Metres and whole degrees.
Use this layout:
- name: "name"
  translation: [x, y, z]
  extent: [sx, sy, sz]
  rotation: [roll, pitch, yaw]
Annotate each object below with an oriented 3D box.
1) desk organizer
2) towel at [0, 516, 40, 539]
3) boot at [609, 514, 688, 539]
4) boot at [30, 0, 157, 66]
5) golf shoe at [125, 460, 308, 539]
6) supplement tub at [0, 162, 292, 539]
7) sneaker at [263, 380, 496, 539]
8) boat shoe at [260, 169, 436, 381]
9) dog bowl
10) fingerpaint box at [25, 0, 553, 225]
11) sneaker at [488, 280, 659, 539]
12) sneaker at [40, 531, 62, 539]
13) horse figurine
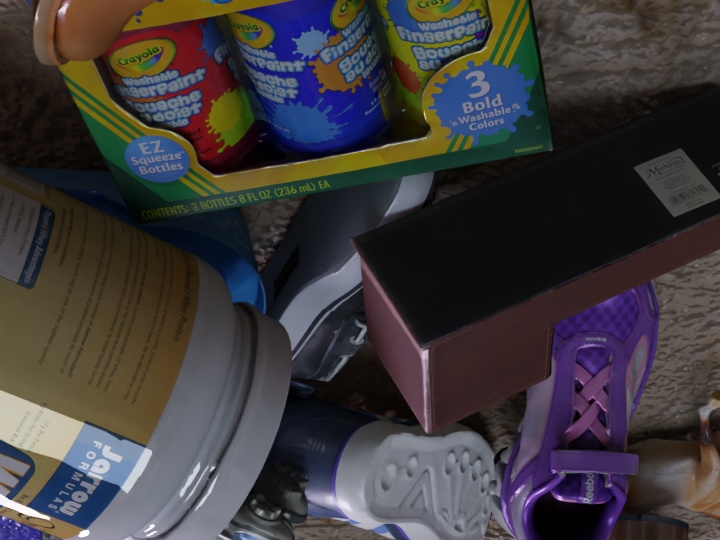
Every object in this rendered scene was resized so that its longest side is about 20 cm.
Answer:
- name: "desk organizer"
  translation: [0.101, -0.005, 0.702]
  extent: [0.200, 0.072, 0.077]
  rotation: [-23, 143, -14]
- name: "towel"
  translation: [-0.289, 0.163, 0.951]
  extent: [0.200, 0.050, 0.148]
  rotation: [-9, 144, 7]
- name: "boot"
  translation: [0.170, 0.223, 0.955]
  extent: [0.075, 0.097, 0.200]
  rotation: [4, 160, 6]
- name: "boot"
  translation: [-0.028, -0.122, 0.506]
  extent: [0.155, 0.077, 0.200]
  rotation: [9, 148, -17]
- name: "golf shoe"
  translation: [-0.130, 0.117, 0.801]
  extent: [0.200, 0.078, 0.097]
  rotation: [32, 115, 12]
- name: "supplement tub"
  translation: [-0.147, 0.038, 0.666]
  extent: [0.200, 0.145, 0.145]
  rotation: [26, 131, -22]
- name: "sneaker"
  translation: [-0.014, 0.117, 0.901]
  extent: [0.146, 0.081, 0.200]
  rotation: [10, 172, 30]
- name: "boat shoe"
  translation: [0.000, 0.002, 0.761]
  extent: [0.068, 0.074, 0.199]
  rotation: [15, 137, -21]
- name: "dog bowl"
  translation: [-0.149, -0.004, 0.767]
  extent: [0.200, 0.050, 0.111]
  rotation: [2, 138, -5]
- name: "fingerpaint box"
  translation: [-0.028, -0.114, 0.632]
  extent: [0.200, 0.073, 0.167]
  rotation: [-9, 137, 8]
- name: "sneaker"
  translation: [0.122, 0.084, 0.810]
  extent: [0.080, 0.088, 0.200]
  rotation: [7, 112, -2]
- name: "sneaker"
  translation: [-0.123, 0.148, 0.919]
  extent: [0.146, 0.077, 0.202]
  rotation: [-7, 114, -38]
- name: "horse figurine"
  translation: [0.180, 0.118, 0.911]
  extent: [0.200, 0.050, 0.133]
  rotation: [-3, 133, 0]
